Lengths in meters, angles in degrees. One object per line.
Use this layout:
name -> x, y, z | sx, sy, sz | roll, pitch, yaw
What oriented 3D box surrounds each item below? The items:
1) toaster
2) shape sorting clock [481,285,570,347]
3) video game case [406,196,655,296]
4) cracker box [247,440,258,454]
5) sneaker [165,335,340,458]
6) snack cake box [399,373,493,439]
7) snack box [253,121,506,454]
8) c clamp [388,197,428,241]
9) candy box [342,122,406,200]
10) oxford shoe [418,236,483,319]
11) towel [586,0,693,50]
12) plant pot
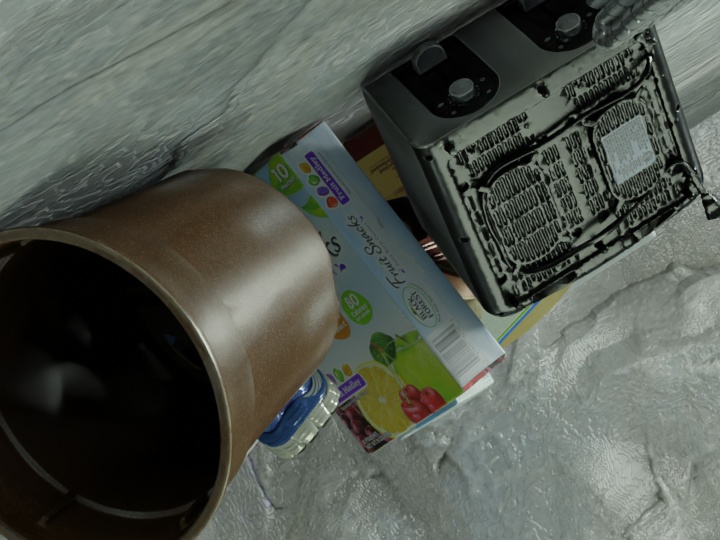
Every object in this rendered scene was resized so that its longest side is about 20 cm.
toaster -> 0.121, -0.084, 1.558 | 0.180, 0.119, 0.200 | -31, 131, -5
shape sorting clock -> 0.112, -0.018, 1.752 | 0.200, 0.039, 0.200 | -34, 148, -25
video game case -> 0.110, -0.049, 1.888 | 0.200, 0.183, 0.023 | -33, 153, 11
cracker box -> -0.096, 0.106, 1.779 | 0.200, 0.058, 0.134 | -52, -178, -36
sneaker -> -0.087, 0.053, 1.572 | 0.079, 0.089, 0.200 | -50, -152, -7
snack cake box -> 0.026, 0.040, 2.078 | 0.067, 0.201, 0.115 | -33, 175, 21
snack box -> -0.009, 0.015, 1.606 | 0.053, 0.200, 0.142 | -37, 179, -36
c clamp -> -0.039, 0.012, 1.747 | 0.199, 0.027, 0.171 | -15, -143, 6
candy box -> 0.075, -0.108, 1.773 | 0.116, 0.057, 0.200 | -32, 174, 19
oxford shoe -> 0.000, 0.000, 1.671 | 0.071, 0.199, 0.074 | -18, 125, -48
towel -> 0.211, -0.226, 1.320 | 0.165, 0.086, 0.200 | -31, 174, -33
plant pot -> -0.120, 0.040, 1.351 | 0.200, 0.201, 0.198 | -35, -177, 31
